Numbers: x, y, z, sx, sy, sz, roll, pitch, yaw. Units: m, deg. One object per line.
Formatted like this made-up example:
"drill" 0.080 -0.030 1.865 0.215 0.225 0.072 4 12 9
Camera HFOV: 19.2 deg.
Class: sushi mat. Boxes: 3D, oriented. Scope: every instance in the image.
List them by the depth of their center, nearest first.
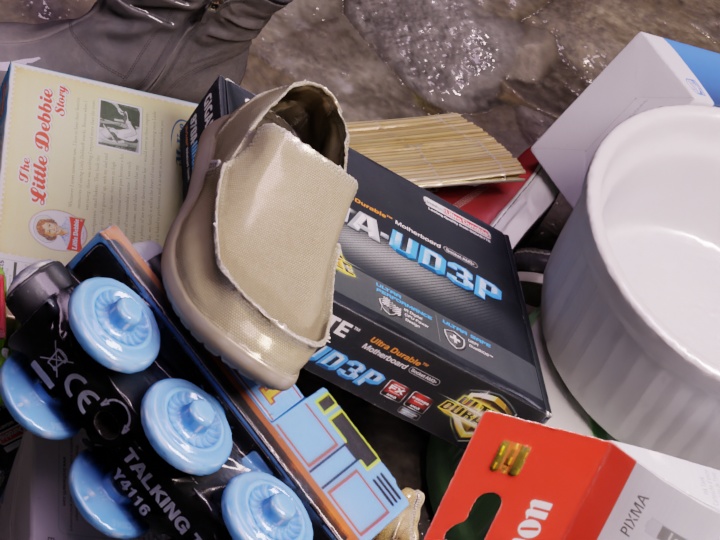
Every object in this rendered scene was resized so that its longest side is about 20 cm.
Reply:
"sushi mat" -0.010 -0.066 1.248 0.199 0.012 0.096 -6 26 -22

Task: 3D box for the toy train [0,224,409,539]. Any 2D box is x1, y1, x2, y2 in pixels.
"toy train" -0.074 0.070 0.946 0.200 0.087 0.114 51 34 4

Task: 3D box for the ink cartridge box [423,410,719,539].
"ink cartridge box" 0.128 0.168 1.082 0.199 0.161 0.047 16 28 -13

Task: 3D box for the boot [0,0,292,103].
"boot" -0.148 -0.150 1.240 0.199 0.132 0.070 1 53 -25

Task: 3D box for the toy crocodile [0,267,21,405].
"toy crocodile" -0.143 0.029 1.007 0.199 0.062 0.068 6 56 -22

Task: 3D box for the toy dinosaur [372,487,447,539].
"toy dinosaur" 0.050 0.204 1.034 0.101 0.058 0.201 -9 79 -54

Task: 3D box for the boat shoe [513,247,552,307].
"boat shoe" 0.165 -0.001 1.285 0.199 0.072 0.068 5 84 -36

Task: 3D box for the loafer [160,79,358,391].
"loafer" -0.041 -0.026 0.959 0.075 0.068 0.201 32 28 -24

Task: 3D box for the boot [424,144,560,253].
"boot" 0.031 -0.042 1.281 0.144 0.073 0.200 36 50 9

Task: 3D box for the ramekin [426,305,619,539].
"ramekin" 0.145 0.106 1.187 0.199 0.098 0.201 13 48 -15

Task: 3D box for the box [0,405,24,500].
"box" -0.162 0.022 1.137 0.199 0.046 0.159 -26 68 -38

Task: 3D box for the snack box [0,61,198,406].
"snack box" -0.138 -0.014 1.108 0.115 0.037 0.201 12 51 -17

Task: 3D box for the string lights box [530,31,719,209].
"string lights box" 0.204 -0.080 1.322 0.199 0.103 0.059 4 45 -55

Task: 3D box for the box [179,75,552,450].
"box" 0.000 0.000 1.106 0.199 0.046 0.159 28 29 -24

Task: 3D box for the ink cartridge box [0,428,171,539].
"ink cartridge box" -0.069 0.157 1.009 0.199 0.077 0.137 8 50 -17

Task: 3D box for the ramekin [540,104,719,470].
"ramekin" 0.193 0.017 1.149 0.199 0.098 0.201 13 48 -15
